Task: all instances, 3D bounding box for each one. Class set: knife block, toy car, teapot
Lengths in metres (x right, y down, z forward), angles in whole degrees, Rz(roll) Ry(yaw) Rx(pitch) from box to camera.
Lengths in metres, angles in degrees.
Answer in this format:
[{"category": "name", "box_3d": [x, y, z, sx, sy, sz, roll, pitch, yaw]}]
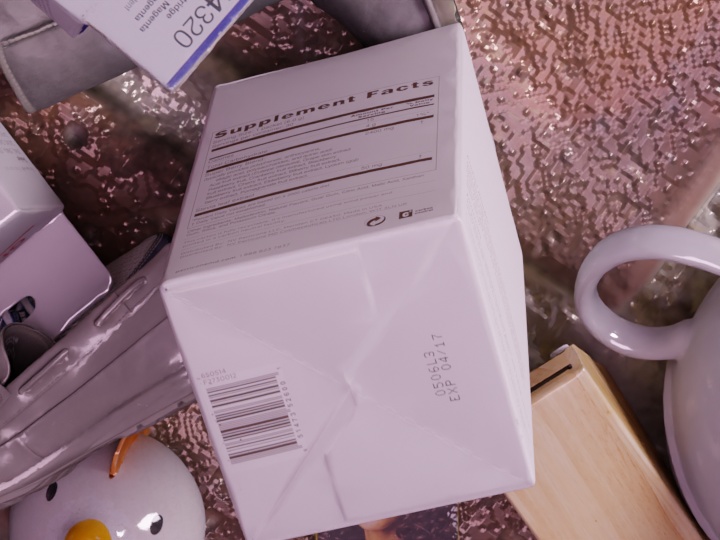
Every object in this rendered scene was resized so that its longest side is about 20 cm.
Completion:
[{"category": "knife block", "box_3d": [0.128, 0.131, 1.046, 0.064, 0.200, 0.176, -33, 77, 7]}, {"category": "toy car", "box_3d": [-0.129, 0.148, 1.045, 0.183, 0.177, 0.202, 15, 94, 4]}, {"category": "teapot", "box_3d": [0.205, 0.069, 1.042, 0.145, 0.197, 0.202, -16, 84, 38]}]

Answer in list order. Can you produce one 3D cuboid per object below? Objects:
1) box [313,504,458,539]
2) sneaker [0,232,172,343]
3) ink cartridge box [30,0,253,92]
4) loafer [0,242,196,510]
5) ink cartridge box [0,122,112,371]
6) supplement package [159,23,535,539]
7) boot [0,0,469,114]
[{"category": "box", "box_3d": [0.011, 0.057, 1.076, 0.074, 0.050, 0.202, -3, 107, -2]}, {"category": "sneaker", "box_3d": [-0.170, 0.038, 1.047, 0.199, 0.077, 0.085, -37, 102, 7]}, {"category": "ink cartridge box", "box_3d": [-0.084, -0.196, 0.875, 0.200, 0.043, 0.197, 40, 80, 8]}, {"category": "loafer", "box_3d": [-0.143, 0.057, 0.985, 0.199, 0.070, 0.070, -30, 86, 14]}, {"category": "ink cartridge box", "box_3d": [-0.216, -0.037, 0.990, 0.116, 0.067, 0.200, -40, 85, 8]}, {"category": "supplement package", "box_3d": [0.000, 0.000, 0.917, 0.119, 0.200, 0.122, -13, 115, 9]}, {"category": "boot", "box_3d": [-0.064, -0.116, 1.006, 0.199, 0.073, 0.183, -25, 94, -2]}]
